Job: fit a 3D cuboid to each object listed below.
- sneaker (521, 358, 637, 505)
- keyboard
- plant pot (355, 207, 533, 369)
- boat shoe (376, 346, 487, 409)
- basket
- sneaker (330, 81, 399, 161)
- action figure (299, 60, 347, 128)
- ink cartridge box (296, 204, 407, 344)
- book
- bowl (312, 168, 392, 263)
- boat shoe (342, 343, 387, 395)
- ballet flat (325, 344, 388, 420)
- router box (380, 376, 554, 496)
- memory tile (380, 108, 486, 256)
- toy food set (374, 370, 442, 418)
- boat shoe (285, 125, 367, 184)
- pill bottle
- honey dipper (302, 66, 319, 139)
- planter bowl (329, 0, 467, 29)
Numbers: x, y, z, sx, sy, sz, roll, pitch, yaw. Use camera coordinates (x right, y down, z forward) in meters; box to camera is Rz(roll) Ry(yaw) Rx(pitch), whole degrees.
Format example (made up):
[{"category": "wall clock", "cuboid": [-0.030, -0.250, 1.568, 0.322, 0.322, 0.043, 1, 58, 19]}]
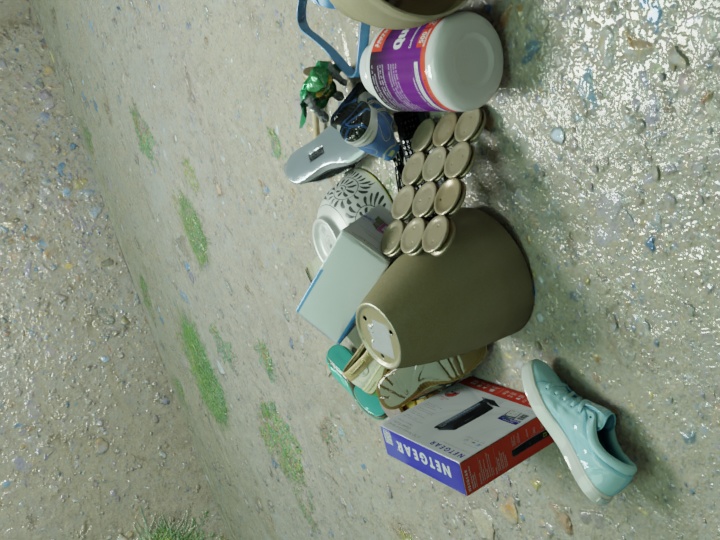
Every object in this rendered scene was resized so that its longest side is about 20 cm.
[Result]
[{"category": "sneaker", "cuboid": [0.281, 0.185, 1.091, 0.082, 0.073, 0.202, -45, 59, 29]}, {"category": "keyboard", "cuboid": [0.081, -0.130, 1.254, 0.103, 0.039, 0.205, -2, 106, 61]}, {"category": "plant pot", "cuboid": [0.097, 0.043, 1.151, 0.186, 0.198, 0.191, 36, 141, 36]}, {"category": "boat shoe", "cuboid": [0.111, 0.144, 1.308, 0.198, 0.064, 0.075, -30, 79, 27]}, {"category": "basket", "cuboid": [-0.032, -0.386, 1.171, 0.177, 0.137, 0.203, 49, 139, 35]}, {"category": "sneaker", "cuboid": [0.007, -0.212, 1.258, 0.076, 0.076, 0.201, -48, 23, 19]}, {"category": "action figure", "cuboid": [-0.056, -0.262, 1.264, 0.054, 0.119, 0.200, 33, -177, 1]}, {"category": "ink cartridge box", "cuboid": [0.000, 0.000, 1.271, 0.084, 0.200, 0.146, 34, 111, 7]}, {"category": "book", "cuboid": [-0.027, 0.061, 1.467, 0.134, 0.048, 0.200, 51, -176, -21]}, {"category": "bowl", "cuboid": [-0.019, -0.057, 1.431, 0.200, 0.093, 0.205, 40, 141, 43]}, {"category": "boat shoe", "cuboid": [0.030, 0.100, 1.334, 0.074, 0.065, 0.203, -75, 9, -67]}, {"category": "ballet flat", "cuboid": [0.007, 0.216, 1.622, 0.200, 0.067, 0.071, 44, 168, 40]}, {"category": "router box", "cuboid": [0.153, 0.224, 1.214, 0.199, 0.177, 0.050, 9, 119, 59]}, {"category": "memory tile", "cuboid": [0.094, -0.113, 1.129, 0.152, 0.017, 0.204, -4, 65, 59]}, {"category": "toy food set", "cuboid": [0.084, 0.210, 1.434, 0.201, 0.048, 0.198, 50, 153, 7]}, {"category": "boat shoe", "cuboid": [-0.034, -0.187, 1.394, 0.197, 0.067, 0.075, -28, 72, 39]}, {"category": "pill bottle", "cuboid": [0.080, -0.257, 1.085, 0.199, 0.111, 0.115, 16, 123, 57]}, {"category": "honey dipper", "cuboid": [-0.077, -0.244, 1.470, 0.038, 0.037, 0.204, 42, 144, 41]}, {"category": "planter bowl", "cuboid": [0.029, -0.370, 1.006, 0.134, 0.197, 0.205, -12, 98, 62]}]
